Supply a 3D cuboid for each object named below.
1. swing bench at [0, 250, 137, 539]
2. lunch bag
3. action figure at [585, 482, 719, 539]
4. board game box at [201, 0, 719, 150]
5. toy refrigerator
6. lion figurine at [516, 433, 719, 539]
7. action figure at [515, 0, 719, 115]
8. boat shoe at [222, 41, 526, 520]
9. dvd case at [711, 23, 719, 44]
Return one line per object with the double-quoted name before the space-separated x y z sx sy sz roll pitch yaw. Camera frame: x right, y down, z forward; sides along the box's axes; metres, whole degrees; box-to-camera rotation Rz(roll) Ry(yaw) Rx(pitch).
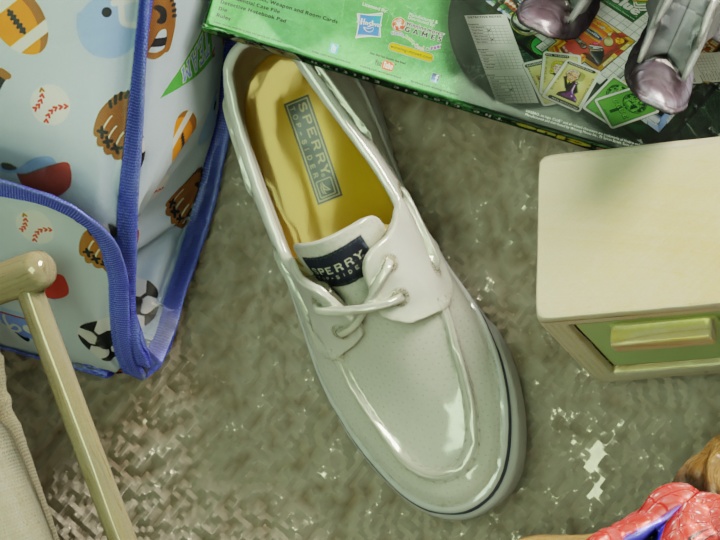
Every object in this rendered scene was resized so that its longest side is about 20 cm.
"swing bench" -0.182 0.119 1.106 0.200 0.130 0.199 -15 96 49
"lunch bag" -0.140 -0.068 1.134 0.170 0.124 0.200 15 107 17
"action figure" 0.074 0.139 1.004 0.065 0.099 0.200 45 107 11
"board game box" 0.052 -0.108 1.089 0.200 0.023 0.105 18 90 0
"toy refrigerator" 0.168 -0.006 1.040 0.200 0.076 0.070 -5 69 20
"lion figurine" 0.101 0.115 1.067 0.200 0.072 0.123 -19 96 9
"action figure" 0.128 -0.158 1.011 0.130 0.069 0.200 30 108 12
"boat shoe" 0.000 0.000 1.109 0.071 0.070 0.200 -23 80 16
"dvd case" 0.225 -0.152 1.052 0.149 0.016 0.200 19 94 1
